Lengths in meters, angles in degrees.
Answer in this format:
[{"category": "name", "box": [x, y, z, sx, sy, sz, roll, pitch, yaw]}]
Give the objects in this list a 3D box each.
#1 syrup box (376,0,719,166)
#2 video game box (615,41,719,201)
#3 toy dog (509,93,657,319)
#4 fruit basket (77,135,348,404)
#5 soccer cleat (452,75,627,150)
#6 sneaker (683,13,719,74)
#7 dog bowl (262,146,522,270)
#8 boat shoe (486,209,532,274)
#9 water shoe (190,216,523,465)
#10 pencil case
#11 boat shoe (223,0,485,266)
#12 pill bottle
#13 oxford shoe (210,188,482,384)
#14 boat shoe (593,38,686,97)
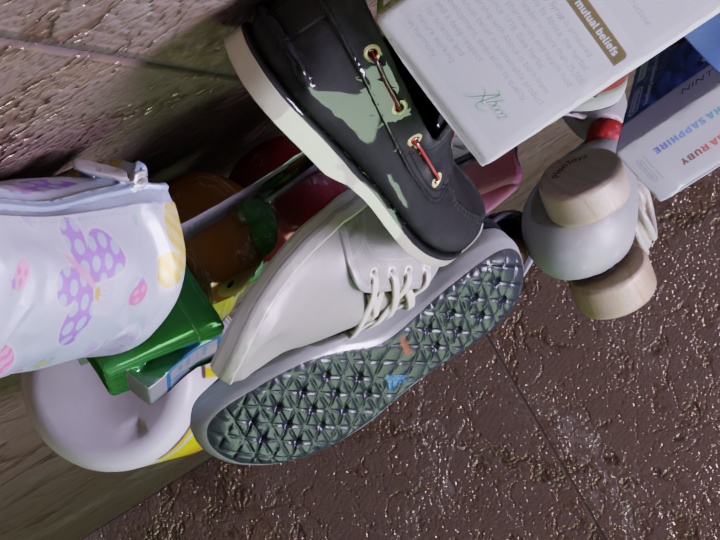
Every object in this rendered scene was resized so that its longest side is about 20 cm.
[{"category": "syrup box", "box": [0.107, -0.137, 0.737, 0.199, 0.082, 0.079, -32, -157, 17]}, {"category": "video game box", "box": [0.229, -0.148, 1.016, 0.182, 0.047, 0.201, -32, -157, 34]}, {"category": "toy dog", "box": [0.116, -0.047, 1.117, 0.095, 0.133, 0.200, -12, -168, 12]}, {"category": "fruit basket", "box": [-0.059, -0.014, 0.949, 0.199, 0.094, 0.185, -27, 174, -10]}, {"category": "soccer cleat", "box": [0.083, -0.118, 1.035, 0.199, 0.068, 0.074, -16, 138, -42]}, {"category": "sneaker", "box": [0.176, -0.146, 0.829, 0.078, 0.070, 0.200, -43, -165, 27]}, {"category": "dog bowl", "box": [0.014, -0.044, 1.180, 0.199, 0.074, 0.200, -31, 175, -3]}, {"category": "boat shoe", "box": [0.049, 0.006, 1.111, 0.063, 0.073, 0.200, -42, 174, 29]}, {"category": "water shoe", "box": [-0.008, 0.032, 1.005, 0.199, 0.079, 0.072, -28, 134, -14]}, {"category": "pencil case", "box": [-0.143, 0.002, 0.738, 0.091, 0.083, 0.200, -37, 172, 21]}, {"category": "boat shoe", "box": [0.016, -0.061, 0.813, 0.063, 0.074, 0.201, -34, 148, 9]}, {"category": "pill bottle", "box": [-0.132, 0.065, 1.179, 0.109, 0.110, 0.200, -31, 174, 6]}, {"category": "oxford shoe", "box": [0.000, 0.000, 0.906, 0.200, 0.058, 0.075, -38, 167, -48]}, {"category": "boat shoe", "box": [0.114, -0.129, 0.937, 0.199, 0.074, 0.075, -22, 167, -32]}]
